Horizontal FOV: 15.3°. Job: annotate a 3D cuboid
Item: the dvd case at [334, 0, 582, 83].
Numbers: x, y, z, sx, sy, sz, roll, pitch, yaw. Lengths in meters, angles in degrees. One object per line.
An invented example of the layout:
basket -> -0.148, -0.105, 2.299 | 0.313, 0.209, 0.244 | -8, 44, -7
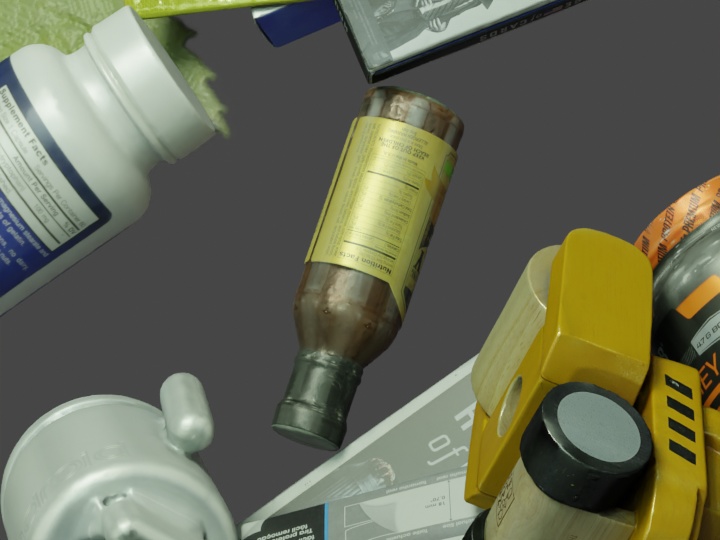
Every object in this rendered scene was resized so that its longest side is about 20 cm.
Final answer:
dvd case -> 0.069, -0.208, 1.486 | 0.199, 0.025, 0.151 | -21, 76, -6

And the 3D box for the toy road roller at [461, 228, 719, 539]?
toy road roller -> 0.133, 0.092, 1.309 | 0.145, 0.123, 0.200 | 19, 39, -10

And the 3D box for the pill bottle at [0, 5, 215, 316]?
pill bottle -> -0.189, -0.058, 1.527 | 0.200, 0.120, 0.120 | -34, 64, 2

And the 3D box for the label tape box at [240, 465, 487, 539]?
label tape box -> 0.015, 0.198, 1.326 | 0.144, 0.063, 0.200 | -16, 38, 11

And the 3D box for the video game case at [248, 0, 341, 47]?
video game case -> 0.009, -0.251, 1.577 | 0.199, 0.045, 0.182 | -22, 66, 9

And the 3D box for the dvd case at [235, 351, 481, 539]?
dvd case -> 0.042, 0.148, 1.430 | 0.200, 0.025, 0.151 | -36, 65, 3

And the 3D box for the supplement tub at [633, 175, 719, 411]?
supplement tub -> 0.225, 0.052, 1.353 | 0.122, 0.123, 0.200 | -33, 64, 4

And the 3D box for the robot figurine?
robot figurine -> -0.129, 0.134, 1.414 | 0.170, 0.113, 0.200 | -54, 20, 3

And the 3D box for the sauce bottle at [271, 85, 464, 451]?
sauce bottle -> 0.000, 0.000, 1.477 | 0.064, 0.065, 0.201 | 14, 77, 22

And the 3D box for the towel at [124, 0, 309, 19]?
towel -> -0.042, -0.194, 1.538 | 0.199, 0.018, 0.087 | -5, 71, 15
